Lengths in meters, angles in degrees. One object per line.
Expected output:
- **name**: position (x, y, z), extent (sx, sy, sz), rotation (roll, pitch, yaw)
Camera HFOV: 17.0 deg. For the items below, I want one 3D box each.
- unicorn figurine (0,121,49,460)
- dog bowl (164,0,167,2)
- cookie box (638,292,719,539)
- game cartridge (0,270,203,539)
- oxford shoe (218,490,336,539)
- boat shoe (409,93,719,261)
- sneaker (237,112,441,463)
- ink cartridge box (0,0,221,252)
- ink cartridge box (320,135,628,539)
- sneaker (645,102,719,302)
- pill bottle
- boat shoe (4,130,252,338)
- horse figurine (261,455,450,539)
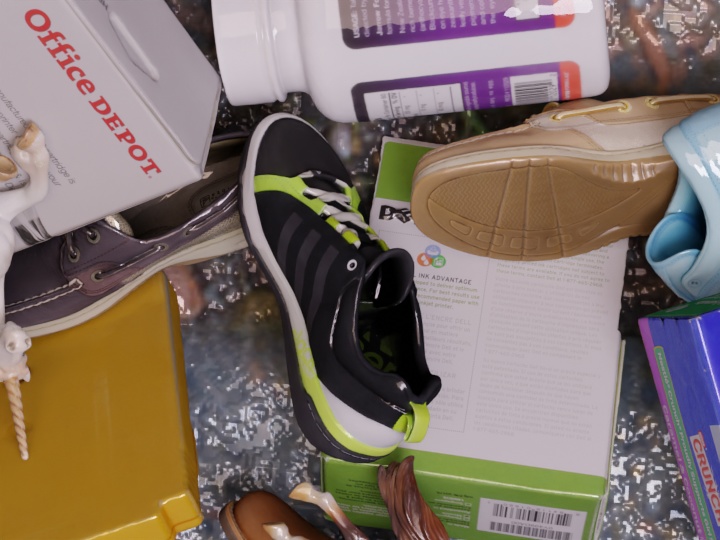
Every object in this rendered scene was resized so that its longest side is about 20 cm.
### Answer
- **unicorn figurine**: position (-0.213, -0.021, 1.201), extent (0.200, 0.074, 0.137), rotation (33, 132, 1)
- **dog bowl**: position (-0.159, -0.222, 1.287), extent (0.199, 0.074, 0.201), rotation (0, 93, 3)
- **cookie box**: position (0.257, 0.076, 1.175), extent (0.199, 0.075, 0.172), rotation (-15, 91, -17)
- **game cartridge**: position (-0.172, 0.093, 1.249), extent (0.176, 0.200, 0.032), rotation (-18, 127, 5)
- **oxford shoe**: position (0.015, 0.165, 1.242), extent (0.200, 0.071, 0.071), rotation (34, 103, 19)
- **boat shoe**: position (0.119, -0.055, 1.267), extent (0.199, 0.069, 0.074), rotation (-4, 132, -12)
- **sneaker**: position (0.000, 0.000, 1.210), extent (0.083, 0.072, 0.200), rotation (-38, 60, 42)
- **ink cartridge box**: position (-0.192, -0.090, 1.231), extent (0.200, 0.084, 0.146), rotation (-20, 127, 24)
- **ink cartridge box**: position (0.067, 0.039, 1.289), extent (0.147, 0.076, 0.200), rotation (8, 60, 4)
- **sneaker**: position (0.186, -0.003, 1.241), extent (0.082, 0.074, 0.200), rotation (-12, 123, -4)
- **pill bottle**: position (0.026, -0.137, 1.258), extent (0.199, 0.111, 0.112), rotation (-5, 92, 4)
- **boat shoe**: position (-0.131, -0.026, 1.287), extent (0.199, 0.065, 0.072), rotation (-20, 57, 1)
- **horse figurine**: position (-0.017, 0.189, 1.185), extent (0.132, 0.050, 0.200), rotation (40, 96, 1)
